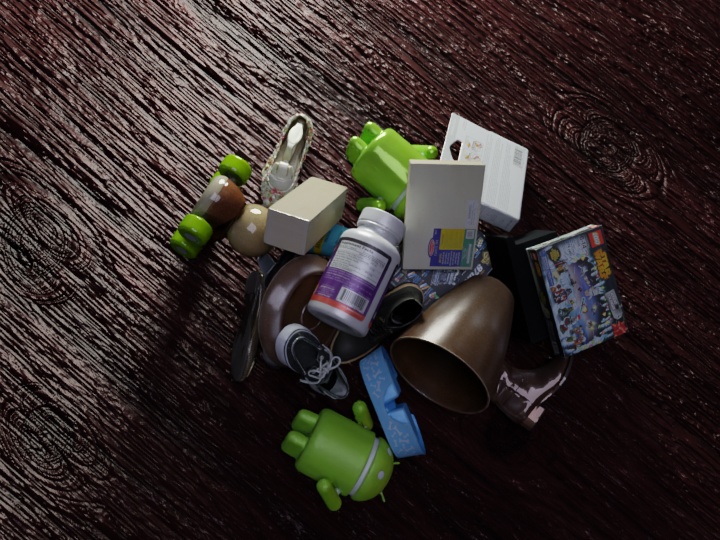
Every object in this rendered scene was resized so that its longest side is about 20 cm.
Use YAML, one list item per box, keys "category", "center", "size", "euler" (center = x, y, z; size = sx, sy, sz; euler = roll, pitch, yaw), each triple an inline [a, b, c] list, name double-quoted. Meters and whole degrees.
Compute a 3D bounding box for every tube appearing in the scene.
- category: "tube"
  center: [-0.028, -0.048, 1.293]
  size: [0.199, 0.050, 0.078]
  euler: [17, 70, 19]

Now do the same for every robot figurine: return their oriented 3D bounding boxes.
- category: "robot figurine"
  center: [-0.032, 0.313, 1.197]
  size: [0.199, 0.116, 0.176]
  euler: [28, 53, -1]
- category: "robot figurine"
  center: [0.065, -0.179, 1.303]
  size: [0.200, 0.116, 0.176]
  euler: [42, 71, 4]

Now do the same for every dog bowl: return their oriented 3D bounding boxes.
- category: "dog bowl"
  center: [0.054, 0.234, 1.231]
  size: [0.049, 0.111, 0.201]
  euler: [-23, 85, 5]

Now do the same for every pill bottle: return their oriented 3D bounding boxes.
- category: "pill bottle"
  center: [0.000, 0.000, 1.184]
  size: [0.111, 0.111, 0.201]
  euler: [26, 77, -2]

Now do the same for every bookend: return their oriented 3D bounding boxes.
- category: "bookend"
  center: [0.356, 0.004, 1.298]
  size: [0.197, 0.092, 0.201]
  euler: [-19, 100, -13]

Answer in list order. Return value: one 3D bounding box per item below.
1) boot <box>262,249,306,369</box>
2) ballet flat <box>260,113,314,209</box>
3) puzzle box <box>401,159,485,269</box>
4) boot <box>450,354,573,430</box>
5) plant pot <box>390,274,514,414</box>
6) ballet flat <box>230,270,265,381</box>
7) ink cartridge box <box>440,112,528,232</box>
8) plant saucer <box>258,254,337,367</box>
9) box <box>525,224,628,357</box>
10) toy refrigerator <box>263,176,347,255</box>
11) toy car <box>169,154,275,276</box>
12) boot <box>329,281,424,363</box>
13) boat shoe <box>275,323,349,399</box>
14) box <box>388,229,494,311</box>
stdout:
- category: "boot"
  center: [-0.137, 0.059, 1.223]
  size: [0.069, 0.132, 0.201]
  euler: [12, 67, 30]
- category: "ballet flat"
  center: [-0.140, -0.207, 1.316]
  size: [0.075, 0.064, 0.201]
  euler: [16, 77, -5]
- category: "puzzle box"
  center: [0.143, -0.096, 1.246]
  size: [0.132, 0.025, 0.201]
  euler: [1, 115, -7]
- category: "boot"
  center: [0.274, 0.167, 1.304]
  size: [0.199, 0.064, 0.187]
  euler: [35, 74, 5]
- category: "plant pot"
  center: [0.180, 0.107, 1.213]
  size: [0.187, 0.187, 0.200]
  euler: [37, 60, 1]
- category: "ballet flat"
  center: [-0.190, 0.099, 1.254]
  size: [0.046, 0.067, 0.201]
  euler: [19, 71, -35]
- category: "ink cartridge box"
  center: [0.226, -0.188, 1.328]
  size: [0.173, 0.044, 0.201]
  euler: [23, 51, -7]
- category: "plant saucer"
  center: [-0.092, 0.074, 1.211]
  size: [0.032, 0.200, 0.201]
  euler: [16, 72, 37]
- category: "box"
  center: [0.383, 0.035, 1.239]
  size: [0.136, 0.040, 0.201]
  euler: [-20, 99, -14]
- category: "toy refrigerator"
  center: [-0.093, -0.097, 1.231]
  size: [0.075, 0.200, 0.070]
  euler: [18, 116, 10]
- category: "toy car"
  center: [-0.204, -0.070, 1.246]
  size: [0.199, 0.158, 0.165]
  euler: [34, 65, -13]
- category: "boot"
  center: [0.025, 0.097, 1.218]
  size: [0.200, 0.138, 0.078]
  euler: [-43, 94, 6]
- category: "boat shoe"
  center: [-0.074, 0.161, 1.182]
  size: [0.068, 0.200, 0.074]
  euler: [23, 63, 36]
- category: "box"
  center: [0.150, -0.011, 1.325]
  size: [0.159, 0.046, 0.200]
  euler: [43, 76, 2]
